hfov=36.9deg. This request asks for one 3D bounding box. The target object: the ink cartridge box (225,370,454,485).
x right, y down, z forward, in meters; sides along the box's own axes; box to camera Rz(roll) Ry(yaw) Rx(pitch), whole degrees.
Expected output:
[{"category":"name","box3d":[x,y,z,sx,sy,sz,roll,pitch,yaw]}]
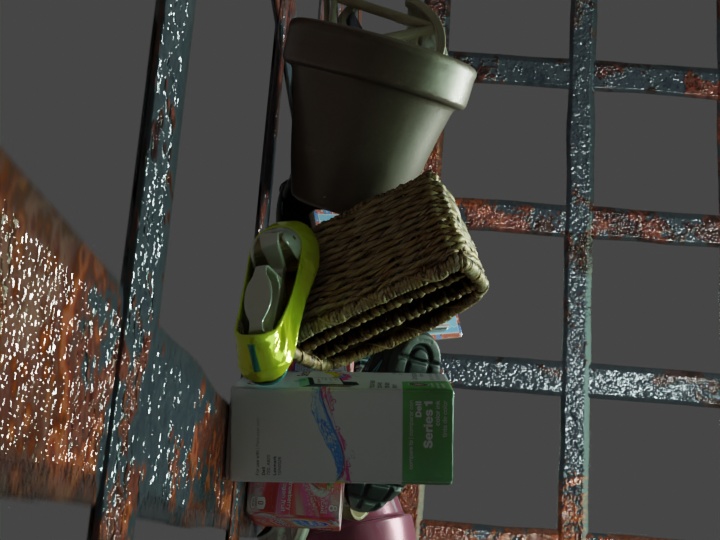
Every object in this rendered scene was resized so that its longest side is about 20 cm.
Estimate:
[{"category":"ink cartridge box","box3d":[-0.016,0.140,0.989,0.145,0.196,0.086,-21,112,-88]}]

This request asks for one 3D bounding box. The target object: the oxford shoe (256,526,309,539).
[{"category":"oxford shoe","box3d":[-0.067,0.232,1.237,0.075,0.057,0.203,128,-18,-80]}]

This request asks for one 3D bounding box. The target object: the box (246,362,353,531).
[{"category":"box","box3d":[-0.061,0.171,1.168,0.095,0.101,0.204,90,3,-69]}]

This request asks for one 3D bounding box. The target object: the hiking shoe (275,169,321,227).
[{"category":"hiking shoe","box3d":[-0.055,-0.080,1.235,0.102,0.074,0.202,97,-1,-50]}]

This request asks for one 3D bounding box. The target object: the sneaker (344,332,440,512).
[{"category":"sneaker","box3d":[0.027,0.155,1.146,0.079,0.075,0.203,23,-87,60]}]

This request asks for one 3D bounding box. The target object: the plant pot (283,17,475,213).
[{"category":"plant pot","box3d":[0.004,-0.148,1.119,0.200,0.197,0.178,-76,-179,-82]}]

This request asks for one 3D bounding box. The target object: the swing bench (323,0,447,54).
[{"category":"swing bench","box3d":[0.030,-0.306,1.639,0.200,0.196,0.132,92,2,-59]}]

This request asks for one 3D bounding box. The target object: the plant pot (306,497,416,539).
[{"category":"plant pot","box3d":[-0.030,0.326,1.532,0.200,0.196,0.182,89,-10,-76]}]

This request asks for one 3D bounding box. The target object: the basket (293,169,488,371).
[{"category":"basket","box3d":[0.024,0.030,1.041,0.150,0.197,0.144,-104,167,-51]}]

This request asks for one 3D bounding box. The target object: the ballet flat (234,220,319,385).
[{"category":"ballet flat","box3d":[-0.077,0.008,0.961,0.202,0.066,0.068,-83,161,-45]}]

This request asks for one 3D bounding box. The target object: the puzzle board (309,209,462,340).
[{"category":"puzzle board","box3d":[0.035,0.006,1.215,0.017,0.198,0.153,-25,-107,44]}]

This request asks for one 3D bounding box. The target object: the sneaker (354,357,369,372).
[{"category":"sneaker","box3d":[0.013,0.150,1.273,0.202,0.070,0.081,-94,-162,-52]}]

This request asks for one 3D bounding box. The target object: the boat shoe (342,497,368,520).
[{"category":"boat shoe","box3d":[-0.001,0.264,1.352,0.072,0.064,0.202,-49,151,-30]}]
